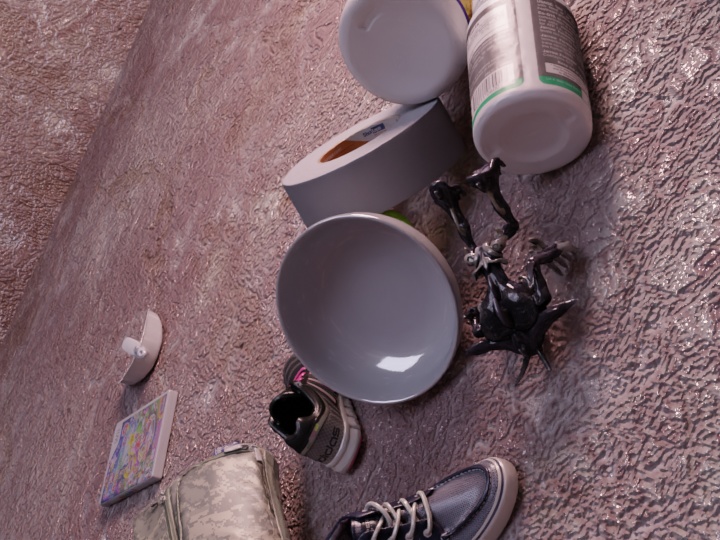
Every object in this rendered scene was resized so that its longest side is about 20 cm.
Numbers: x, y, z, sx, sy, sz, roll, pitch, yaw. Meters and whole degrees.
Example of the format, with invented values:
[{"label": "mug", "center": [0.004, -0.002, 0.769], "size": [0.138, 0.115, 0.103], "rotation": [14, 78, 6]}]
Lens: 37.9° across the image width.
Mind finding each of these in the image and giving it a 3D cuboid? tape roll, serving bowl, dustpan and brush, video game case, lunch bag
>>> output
[{"label": "tape roll", "center": [0.014, -0.120, 1.167], "size": [0.200, 0.066, 0.200], "rotation": [-27, 16, 9]}, {"label": "serving bowl", "center": [0.016, 0.031, 1.063], "size": [0.200, 0.200, 0.066], "rotation": [-48, -5, 31]}, {"label": "dustpan and brush", "center": [-0.368, 0.133, 1.754], "size": [0.200, 0.057, 0.140], "rotation": [9, 77, 62]}, {"label": "video game case", "center": [-0.352, 0.283, 1.654], "size": [0.200, 0.018, 0.143], "rotation": [-33, 42, 47]}, {"label": "lunch bag", "center": [-0.148, 0.306, 1.163], "size": [0.168, 0.139, 0.200], "rotation": [-41, 34, 12]}]

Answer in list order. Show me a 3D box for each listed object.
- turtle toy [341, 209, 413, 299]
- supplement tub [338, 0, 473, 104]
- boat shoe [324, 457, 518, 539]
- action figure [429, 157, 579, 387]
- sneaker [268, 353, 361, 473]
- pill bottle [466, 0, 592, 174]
[{"label": "turtle toy", "center": [0.000, 0.000, 1.166], "size": [0.200, 0.101, 0.146], "rotation": [-35, 41, 45]}, {"label": "supplement tub", "center": [0.070, -0.289, 1.174], "size": [0.145, 0.145, 0.200], "rotation": [-43, 11, 37]}, {"label": "boat shoe", "center": [0.045, 0.226, 0.919], "size": [0.200, 0.093, 0.075], "rotation": [-51, 31, 27]}, {"label": "action figure", "center": [0.135, 0.003, 0.937], "size": [0.119, 0.102, 0.200], "rotation": [-31, 69, 36]}, {"label": "sneaker", "center": [-0.064, 0.145, 1.179], "size": [0.074, 0.087, 0.200], "rotation": [-56, 29, 18]}, {"label": "pill bottle", "center": [0.162, -0.202, 1.029], "size": [0.113, 0.113, 0.200], "rotation": [-39, 37, 41]}]
